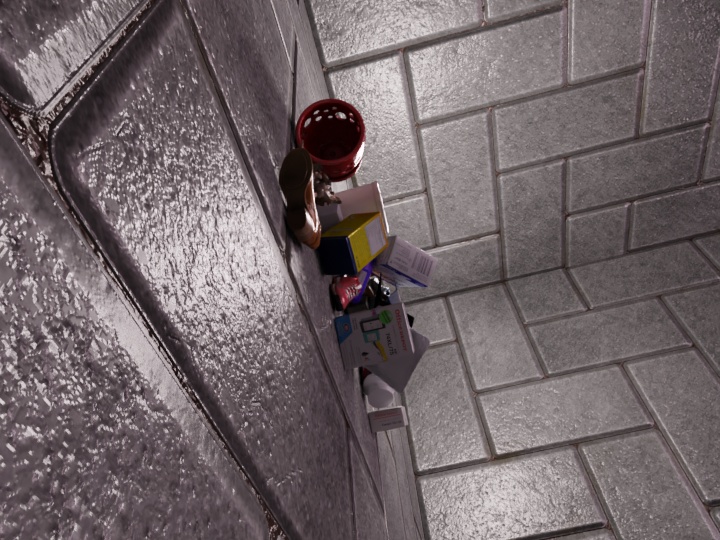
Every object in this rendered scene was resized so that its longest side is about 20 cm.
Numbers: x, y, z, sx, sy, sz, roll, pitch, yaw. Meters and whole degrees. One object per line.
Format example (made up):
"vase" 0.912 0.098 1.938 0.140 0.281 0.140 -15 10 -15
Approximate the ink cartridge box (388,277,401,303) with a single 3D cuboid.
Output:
"ink cartridge box" 0.129 0.144 1.859 0.197 0.043 0.203 67 4 -73

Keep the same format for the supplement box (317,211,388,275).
"supplement box" -0.021 -0.078 1.556 0.200 0.108 0.110 -40 122 -49

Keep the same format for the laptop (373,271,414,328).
"laptop" 0.100 0.145 1.772 0.116 0.199 0.189 -37 148 -42

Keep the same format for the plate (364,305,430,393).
"plate" 0.094 0.239 1.686 0.032 0.199 0.201 -13 132 -61

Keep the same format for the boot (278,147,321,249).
"boot" -0.127 -0.154 1.231 0.155 0.072 0.203 57 33 -74

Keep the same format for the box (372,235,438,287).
"box" 0.119 -0.026 1.829 0.199 0.182 0.106 -1 -115 62

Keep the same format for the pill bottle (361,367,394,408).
"pill bottle" 0.060 0.356 1.845 0.201 0.111 0.114 -97 172 -57

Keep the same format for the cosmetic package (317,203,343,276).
"cosmetic package" -0.076 -0.097 1.674 0.102 0.070 0.202 -95 171 -63

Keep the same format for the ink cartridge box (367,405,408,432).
"ink cartridge box" 0.093 0.497 1.845 0.200 0.115 0.068 59 19 -73

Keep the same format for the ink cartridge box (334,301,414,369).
"ink cartridge box" 0.043 0.183 1.574 0.146 0.197 0.149 26 51 -84

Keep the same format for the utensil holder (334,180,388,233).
"utensil holder" -0.021 -0.184 1.794 0.170 0.197 0.173 -13 90 -86

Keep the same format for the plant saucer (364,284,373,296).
"plant saucer" -0.024 0.010 1.892 0.201 0.037 0.200 57 -3 4

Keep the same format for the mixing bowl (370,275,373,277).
"mixing bowl" 0.011 -0.043 2.042 0.201 0.197 0.110 70 28 -56

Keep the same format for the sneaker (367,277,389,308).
"sneaker" 0.069 0.085 1.999 0.201 0.081 0.074 -95 171 -63

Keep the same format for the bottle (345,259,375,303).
"bottle" 0.000 0.000 1.749 0.202 0.065 0.083 -67 -156 5

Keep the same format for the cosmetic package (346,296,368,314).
"cosmetic package" -0.001 0.139 1.943 0.200 0.070 0.107 -83 160 -77

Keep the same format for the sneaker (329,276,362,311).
"sneaker" -0.039 0.055 1.620 0.200 0.085 0.075 -88 163 -73

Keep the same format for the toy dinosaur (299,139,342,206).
"toy dinosaur" -0.126 -0.234 1.427 0.201 0.085 0.136 59 0 -18

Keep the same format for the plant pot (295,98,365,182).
"plant pot" -0.082 -0.362 1.604 0.183 0.197 0.203 85 -6 -74
